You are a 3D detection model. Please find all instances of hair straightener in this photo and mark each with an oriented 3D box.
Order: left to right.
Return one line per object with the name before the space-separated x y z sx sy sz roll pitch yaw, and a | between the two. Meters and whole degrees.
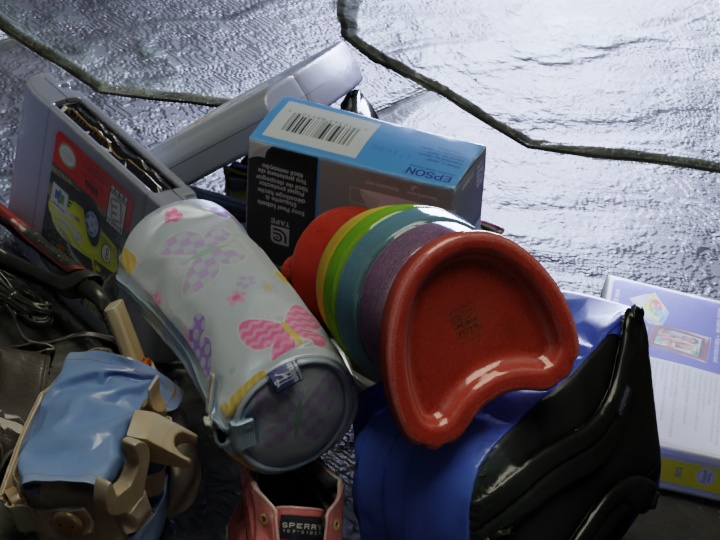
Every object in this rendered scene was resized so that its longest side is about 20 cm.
hair straightener | -0.237 0.008 1.774 0.200 0.041 0.077 34 80 34

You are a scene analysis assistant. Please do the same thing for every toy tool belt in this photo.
toy tool belt | -0.158 0.117 1.542 0.124 0.124 0.200 2 36 6

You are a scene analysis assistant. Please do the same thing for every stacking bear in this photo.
stacking bear | 0.022 0.013 1.540 0.121 0.114 0.200 -27 21 -18

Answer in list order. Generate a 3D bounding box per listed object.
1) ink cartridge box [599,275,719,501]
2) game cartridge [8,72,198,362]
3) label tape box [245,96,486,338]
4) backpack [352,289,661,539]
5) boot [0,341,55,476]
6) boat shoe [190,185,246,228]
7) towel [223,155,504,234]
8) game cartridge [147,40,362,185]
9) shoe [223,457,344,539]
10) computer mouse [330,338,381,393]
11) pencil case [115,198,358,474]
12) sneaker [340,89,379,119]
ink cartridge box | 0.253 0.089 1.791 0.199 0.047 0.198 14 32 3
game cartridge | -0.174 -0.030 1.762 0.041 0.134 0.200 -18 42 -35
label tape box | 0.000 0.000 1.695 0.142 0.201 0.066 14 33 16
backpack | 0.076 0.124 1.586 0.167 0.163 0.200 7 35 35
boot | -0.279 0.094 1.608 0.173 0.069 0.201 19 45 -7
boat shoe | -0.154 -0.046 1.852 0.199 0.069 0.072 23 35 18
towel | -0.004 -0.042 1.847 0.199 0.023 0.144 16 -7 -4
game cartridge | -0.071 -0.110 1.822 0.042 0.133 0.200 57 21 -5
shoe | -0.042 0.184 1.515 0.071 0.091 0.200 2 34 -13
computer mouse | -0.015 0.073 1.710 0.199 0.110 0.044 17 74 0
pencil case | -0.077 0.038 1.574 0.090 0.083 0.200 -28 41 -8
sneaker | 0.008 -0.083 1.899 0.079 0.076 0.200 29 2 0
